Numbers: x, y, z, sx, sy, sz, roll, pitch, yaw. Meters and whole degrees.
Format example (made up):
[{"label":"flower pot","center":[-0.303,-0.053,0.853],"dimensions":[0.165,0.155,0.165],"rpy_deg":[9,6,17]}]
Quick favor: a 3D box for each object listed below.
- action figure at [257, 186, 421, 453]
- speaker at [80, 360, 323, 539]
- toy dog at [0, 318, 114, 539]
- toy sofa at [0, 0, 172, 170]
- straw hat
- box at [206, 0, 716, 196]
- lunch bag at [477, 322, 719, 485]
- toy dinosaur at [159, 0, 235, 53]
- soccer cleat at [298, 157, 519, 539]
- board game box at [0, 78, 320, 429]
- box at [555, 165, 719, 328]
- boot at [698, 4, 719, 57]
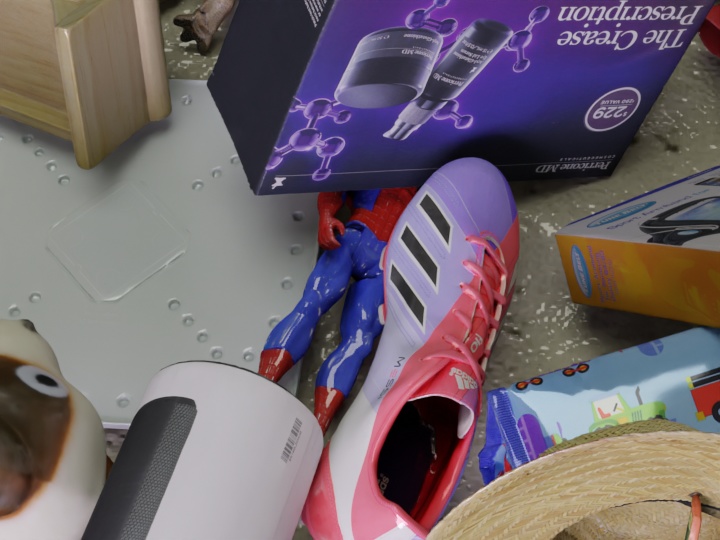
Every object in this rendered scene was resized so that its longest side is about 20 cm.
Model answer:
[{"label":"action figure","center":[0.000,0.000,0.888],"dimensions":[0.065,0.052,0.201],"rpy_deg":[33,50,-17]},{"label":"speaker","center":[-0.079,0.137,0.731],"dimensions":[0.081,0.081,0.201],"rpy_deg":[10,52,13]},{"label":"toy dog","center":[-0.201,0.087,0.786],"dimensions":[0.199,0.140,0.195],"rpy_deg":[-18,59,18]},{"label":"toy sofa","center":[-0.185,-0.133,0.963],"dimensions":[0.199,0.083,0.098],"rpy_deg":[20,43,26]},{"label":"straw hat","center":[0.107,0.102,0.708],"dimensions":[0.200,0.202,0.085],"rpy_deg":[-6,39,3]},{"label":"box","center":[0.048,-0.111,0.872],"dimensions":[0.199,0.141,0.079],"rpy_deg":[-5,55,-28]},{"label":"lunch bag","center":[0.151,0.132,0.783],"dimensions":[0.150,0.094,0.201],"rpy_deg":[-16,65,-7]},{"label":"toy dinosaur","center":[-0.086,-0.200,1.028],"dimensions":[0.199,0.086,0.136],"rpy_deg":[18,54,12]},{"label":"soccer cleat","center":[0.035,0.036,0.818],"dimensions":[0.067,0.076,0.201],"rpy_deg":[34,63,-22]},{"label":"board game box","center":[-0.117,-0.008,0.936],"dimensions":[0.199,0.026,0.201],"rpy_deg":[3,57,8]},{"label":"box","center":[0.175,-0.014,0.829],"dimensions":[0.118,0.200,0.042],"rpy_deg":[-20,100,-21]},{"label":"boot","center":[0.246,-0.159,0.965],"dimensions":[0.143,0.073,0.201],"rpy_deg":[6,61,13]}]
